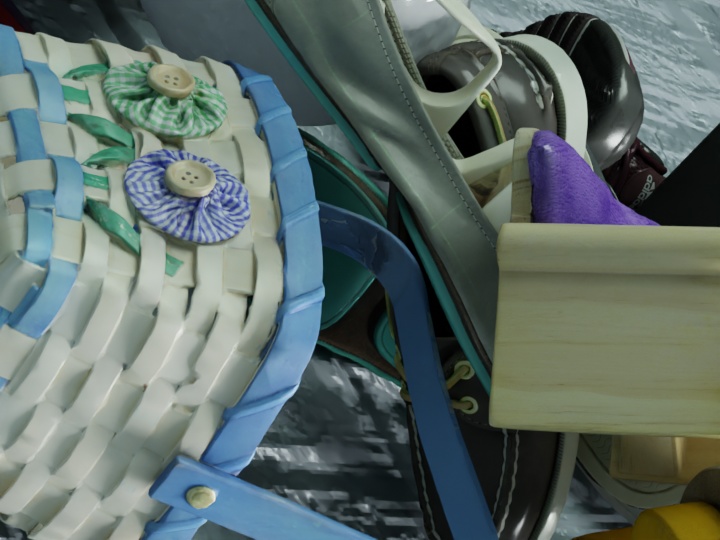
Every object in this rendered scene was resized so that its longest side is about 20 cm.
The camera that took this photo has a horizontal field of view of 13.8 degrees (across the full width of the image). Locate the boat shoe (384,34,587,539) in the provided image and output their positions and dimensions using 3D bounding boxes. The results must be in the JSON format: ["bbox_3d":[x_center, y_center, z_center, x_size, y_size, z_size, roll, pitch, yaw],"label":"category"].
[{"bbox_3d":[0.038,0.017,1.082,0.071,0.202,0.060,11,14,42],"label":"boat shoe"}]

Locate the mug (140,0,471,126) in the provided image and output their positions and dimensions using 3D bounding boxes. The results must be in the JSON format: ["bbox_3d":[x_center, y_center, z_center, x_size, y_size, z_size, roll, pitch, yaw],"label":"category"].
[{"bbox_3d":[0.000,-0.157,1.075,0.199,0.176,0.148,-22,38,-25],"label":"mug"}]

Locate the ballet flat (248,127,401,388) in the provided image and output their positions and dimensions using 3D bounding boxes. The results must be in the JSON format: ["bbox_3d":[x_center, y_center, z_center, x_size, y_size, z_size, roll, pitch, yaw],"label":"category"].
[{"bbox_3d":[0.000,0.000,1.169,0.200,0.067,0.070,38,9,-23],"label":"ballet flat"}]

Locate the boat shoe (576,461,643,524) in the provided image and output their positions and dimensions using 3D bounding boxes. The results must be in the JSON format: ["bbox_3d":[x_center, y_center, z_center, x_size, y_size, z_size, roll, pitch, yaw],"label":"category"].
[{"bbox_3d":[0.092,0.015,1.233,0.060,0.074,0.200,-38,91,-35],"label":"boat shoe"}]

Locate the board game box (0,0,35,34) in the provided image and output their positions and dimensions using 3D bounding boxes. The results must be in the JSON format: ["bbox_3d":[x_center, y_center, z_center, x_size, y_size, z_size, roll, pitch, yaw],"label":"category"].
[{"bbox_3d":[-0.173,-0.112,1.091,0.200,0.039,0.158,18,34,-47],"label":"board game box"}]

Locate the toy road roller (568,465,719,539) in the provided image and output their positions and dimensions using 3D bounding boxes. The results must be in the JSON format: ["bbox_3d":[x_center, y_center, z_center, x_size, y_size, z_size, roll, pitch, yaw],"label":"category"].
[{"bbox_3d":[0.125,0.119,1.001,0.122,0.201,0.146,-6,40,-22],"label":"toy road roller"}]

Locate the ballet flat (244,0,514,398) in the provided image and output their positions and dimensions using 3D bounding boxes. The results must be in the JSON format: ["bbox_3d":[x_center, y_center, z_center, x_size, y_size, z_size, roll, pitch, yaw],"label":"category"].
[{"bbox_3d":[0.029,-0.040,0.994,0.201,0.064,0.067,58,7,-16],"label":"ballet flat"}]

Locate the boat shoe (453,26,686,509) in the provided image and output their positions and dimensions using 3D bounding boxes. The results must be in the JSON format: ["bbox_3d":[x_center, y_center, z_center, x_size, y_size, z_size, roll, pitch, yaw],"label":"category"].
[{"bbox_3d":[0.074,0.000,1.147,0.201,0.072,0.068,62,7,7],"label":"boat shoe"}]

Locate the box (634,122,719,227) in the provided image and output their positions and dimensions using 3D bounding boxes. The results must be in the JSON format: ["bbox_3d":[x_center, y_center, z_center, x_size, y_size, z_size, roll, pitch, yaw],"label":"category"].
[{"bbox_3d":[0.213,0.002,1.327,0.149,0.200,0.124,52,26,19],"label":"box"}]

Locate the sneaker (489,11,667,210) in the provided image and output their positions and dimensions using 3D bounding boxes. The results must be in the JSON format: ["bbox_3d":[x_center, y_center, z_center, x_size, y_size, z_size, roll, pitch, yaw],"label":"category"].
[{"bbox_3d":[0.109,-0.057,1.334,0.115,0.076,0.200,34,-2,-19],"label":"sneaker"}]

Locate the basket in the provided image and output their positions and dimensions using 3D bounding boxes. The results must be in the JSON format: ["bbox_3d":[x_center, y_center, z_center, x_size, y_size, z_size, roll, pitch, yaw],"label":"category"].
[{"bbox_3d":[-0.051,0.020,0.944,0.199,0.139,0.177,25,29,-31],"label":"basket"}]

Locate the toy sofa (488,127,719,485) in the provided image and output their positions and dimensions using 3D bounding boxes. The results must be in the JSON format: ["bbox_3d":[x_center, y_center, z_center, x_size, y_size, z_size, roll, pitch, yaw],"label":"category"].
[{"bbox_3d":[0.108,0.017,1.001,0.200,0.082,0.098,31,64,-70],"label":"toy sofa"}]
